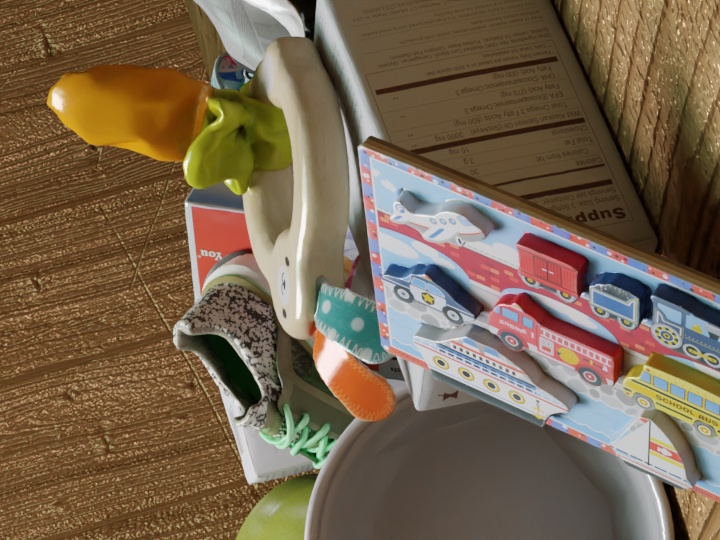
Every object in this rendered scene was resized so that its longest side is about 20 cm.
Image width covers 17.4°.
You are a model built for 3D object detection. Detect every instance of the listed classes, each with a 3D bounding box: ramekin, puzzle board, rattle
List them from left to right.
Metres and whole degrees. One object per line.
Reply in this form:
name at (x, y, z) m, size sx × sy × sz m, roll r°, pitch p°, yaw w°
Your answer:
rattle at (-0.066, -0.019, 1.201) m, size 0.130 × 0.143 × 0.200 m, roll -34°, pitch 58°, yaw 50°
ramekin at (0.072, 0.152, 1.305) m, size 0.105 × 0.200 × 0.200 m, roll 51°, pitch -158°, yaw -84°
puzzle board at (0.088, 0.029, 1.053) m, size 0.200 × 0.017 × 0.151 m, roll 24°, pitch 146°, yaw 23°

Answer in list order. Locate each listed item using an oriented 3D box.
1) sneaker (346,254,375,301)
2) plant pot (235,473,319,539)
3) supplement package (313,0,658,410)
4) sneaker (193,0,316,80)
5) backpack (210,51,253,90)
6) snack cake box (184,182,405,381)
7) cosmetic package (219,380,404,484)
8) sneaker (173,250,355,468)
sneaker at (0.059, -0.016, 1.308) m, size 0.081 × 0.088 × 0.200 m, roll 100°, pitch -166°, yaw -52°
plant pot at (0.021, 0.211, 1.510) m, size 0.193 × 0.200 × 0.200 m, roll 13°, pitch 124°, yaw 46°
supplement package at (0.057, -0.049, 1.206) m, size 0.117 × 0.117 × 0.200 m, roll 97°, pitch 158°, yaw -55°
sneaker at (-0.037, -0.139, 1.474) m, size 0.200 × 0.074 × 0.079 m, roll 52°, pitch 134°, yaw 26°
backpack at (-0.020, -0.082, 1.578) m, size 0.200 × 0.177 × 0.151 m, roll -116°, pitch 33°, yaw -58°
snack cake box at (0.000, 0.000, 1.433) m, size 0.067 × 0.200 × 0.115 m, roll -63°, pitch -24°, yaw -50°
cosmetic package at (0.012, 0.081, 1.581) m, size 0.113 × 0.200 × 0.081 m, roll 129°, pitch 126°, yaw -79°
sneaker at (-0.040, 0.085, 1.387) m, size 0.200 × 0.089 × 0.077 m, roll 46°, pitch 132°, yaw 6°
